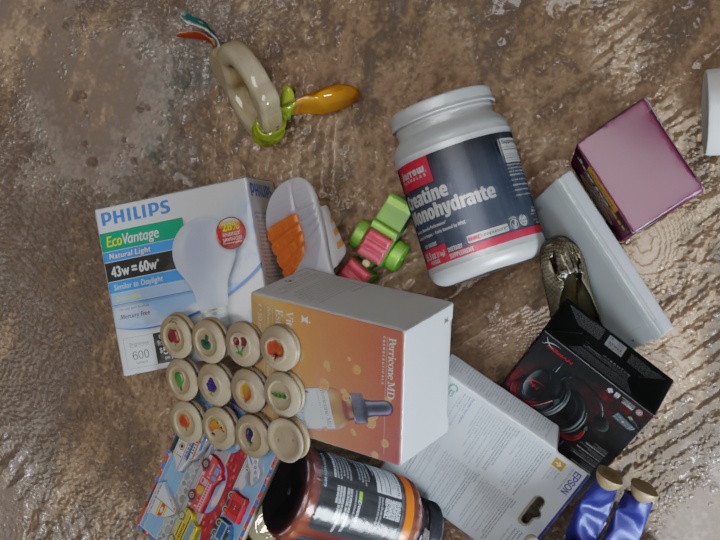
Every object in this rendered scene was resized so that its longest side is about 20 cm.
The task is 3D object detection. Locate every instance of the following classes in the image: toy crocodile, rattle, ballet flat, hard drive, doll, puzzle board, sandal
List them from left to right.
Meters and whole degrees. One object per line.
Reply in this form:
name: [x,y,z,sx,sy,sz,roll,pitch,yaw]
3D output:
puzzle board: [-0.174,0.243,1.376,0.150,0.017,0.202,29,98,33]
rattle: [-0.118,-0.258,1.461,0.142,0.130,0.201,-36,57,-2]
sandal: [-0.050,-0.006,1.403,0.078,0.059,0.209,-12,95,33]
toy crocodile: [0.000,0.000,1.437,0.067,0.062,0.201,35,95,9]
ballet flat: [0.245,0.054,1.357,0.067,0.046,0.202,-20,117,-6]
doll: [0.238,0.308,1.280,0.135,0.048,0.202,20,102,-2]
hard drive: [0.264,-0.005,1.352,0.026,0.132,0.201,-31,84,-14]

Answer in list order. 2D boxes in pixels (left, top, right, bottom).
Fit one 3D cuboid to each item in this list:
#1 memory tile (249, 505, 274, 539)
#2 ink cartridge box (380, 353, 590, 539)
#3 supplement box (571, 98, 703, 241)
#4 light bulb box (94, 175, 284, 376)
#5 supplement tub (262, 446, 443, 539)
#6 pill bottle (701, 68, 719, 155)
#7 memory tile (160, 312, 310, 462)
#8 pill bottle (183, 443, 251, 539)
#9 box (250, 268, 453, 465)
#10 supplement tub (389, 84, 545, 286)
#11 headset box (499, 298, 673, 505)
memory tile: [-0.077,0.323,1.417,0.152,0.017,0.202,15,95,-33]
ink cartridge box: [0.141,0.218,1.369,0.199,0.043,0.197,34,132,8]
supplement box: [0.293,-0.103,1.302,0.085,0.200,0.111,-32,85,6]
light bulb box: [-0.191,0.006,1.443,0.196,0.125,0.203,-12,88,11]
supplement tub: [-0.004,0.271,1.357,0.198,0.107,0.108,23,95,-27]
pill bottle: [0.478,-0.176,1.319,0.197,0.116,0.118,0,90,12]
memory tile: [-0.141,0.128,1.324,0.198,0.017,0.155,4,104,35]
pill bottle: [-0.153,0.252,1.439,0.113,0.114,0.202,20,93,10]
box: [-0.011,0.099,1.303,0.198,0.106,0.154,12,110,31]
supplement tub: [0.119,-0.094,1.375,0.139,0.140,0.202,-18,86,10]
headset box: [0.229,0.156,1.348,0.148,0.075,0.201,38,132,8]
